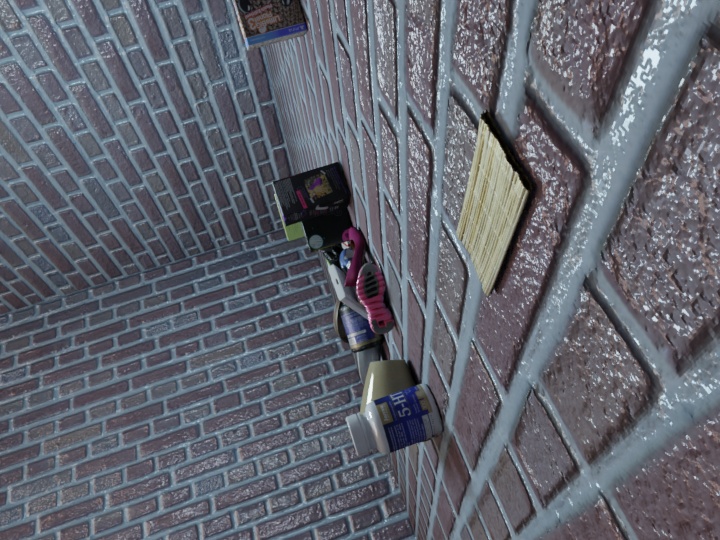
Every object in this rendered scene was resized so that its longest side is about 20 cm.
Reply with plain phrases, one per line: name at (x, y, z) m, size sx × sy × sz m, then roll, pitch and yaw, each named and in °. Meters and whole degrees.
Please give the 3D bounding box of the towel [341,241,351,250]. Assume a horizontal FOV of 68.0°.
towel at (-0.037, -0.054, 1.862) m, size 0.144 × 0.023 × 0.202 m, roll -136°, pitch 29°, yaw -75°

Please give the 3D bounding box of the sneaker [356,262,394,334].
sneaker at (0.036, 0.065, 1.408) m, size 0.096 × 0.078 × 0.202 m, roll -95°, pitch -8°, yaw -66°

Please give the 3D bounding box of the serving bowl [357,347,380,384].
serving bowl at (0.035, 0.297, 1.874) m, size 0.200 × 0.065 × 0.202 m, roll -5°, pitch -90°, yaw -83°

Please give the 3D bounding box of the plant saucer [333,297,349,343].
plant saucer at (-0.043, 0.151, 1.863) m, size 0.200 × 0.032 × 0.202 m, roll -22°, pitch -65°, yaw -60°

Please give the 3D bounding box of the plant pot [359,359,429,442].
plant pot at (0.076, 0.333, 1.362) m, size 0.187 × 0.185 × 0.202 m, roll 106°, pitch 160°, yaw -78°

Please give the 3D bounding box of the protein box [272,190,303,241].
protein box at (-0.230, -0.252, 2.167) m, size 0.135 × 0.198 × 0.200 m, roll -129°, pitch 22°, yaw -71°

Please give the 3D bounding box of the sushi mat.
sushi mat at (0.130, -0.058, 0.548) m, size 0.201 × 0.012 × 0.096 m, roll 85°, pitch 165°, yaw -61°

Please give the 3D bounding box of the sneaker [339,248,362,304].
sneaker at (0.000, 0.000, 1.560) m, size 0.088 × 0.075 × 0.201 m, roll 103°, pitch 145°, yaw -52°

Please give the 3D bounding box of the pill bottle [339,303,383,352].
pill bottle at (-0.004, 0.159, 1.747) m, size 0.112 × 0.111 × 0.202 m, roll 121°, pitch 132°, yaw -81°

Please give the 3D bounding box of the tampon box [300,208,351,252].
tampon box at (-0.120, -0.174, 1.687) m, size 0.126 × 0.149 × 0.202 m, roll 180°, pitch 72°, yaw -83°

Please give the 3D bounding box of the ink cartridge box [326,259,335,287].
ink cartridge box at (-0.071, 0.054, 2.151) m, size 0.148 × 0.075 × 0.202 m, roll -127°, pitch 23°, yaw -71°

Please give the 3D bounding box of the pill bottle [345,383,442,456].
pill bottle at (0.074, 0.344, 1.211) m, size 0.120 × 0.198 × 0.121 m, roll 162°, pitch 90°, yaw -83°

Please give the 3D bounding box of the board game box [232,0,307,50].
board game box at (-0.241, -0.686, 1.351) m, size 0.097 × 0.158 × 0.202 m, roll -128°, pitch 21°, yaw -71°

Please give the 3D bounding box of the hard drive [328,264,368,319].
hard drive at (-0.015, 0.076, 1.607) m, size 0.200 × 0.027 × 0.133 m, roll 39°, pitch -159°, yaw -46°

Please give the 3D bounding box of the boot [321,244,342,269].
boot at (-0.107, -0.092, 1.995) m, size 0.168 × 0.076 × 0.202 m, roll 71°, pitch -178°, yaw -64°

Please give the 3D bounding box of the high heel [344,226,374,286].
high heel at (-0.025, -0.042, 1.475) m, size 0.068 × 0.095 × 0.201 m, roll 80°, pitch 170°, yaw -46°

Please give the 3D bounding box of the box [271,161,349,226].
box at (-0.141, -0.218, 1.531) m, size 0.122 × 0.198 × 0.107 m, roll 112°, pitch 140°, yaw -79°
